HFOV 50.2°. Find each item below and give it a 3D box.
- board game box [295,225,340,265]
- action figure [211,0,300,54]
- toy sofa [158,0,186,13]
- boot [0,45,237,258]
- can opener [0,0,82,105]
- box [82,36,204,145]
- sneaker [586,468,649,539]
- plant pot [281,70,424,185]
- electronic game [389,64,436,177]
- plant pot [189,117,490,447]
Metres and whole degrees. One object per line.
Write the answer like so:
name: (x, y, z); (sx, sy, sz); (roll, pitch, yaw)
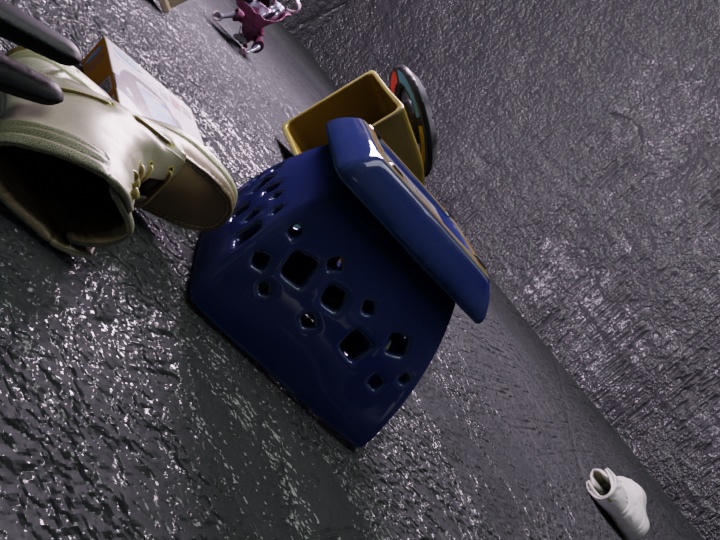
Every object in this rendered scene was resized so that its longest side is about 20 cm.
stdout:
board game box: (0.000, 0.000, 1.027); (0.153, 0.045, 0.200); (52, 12, 15)
action figure: (-0.243, -0.578, 1.759); (0.135, 0.148, 0.200); (57, -21, 1)
toy sofa: (-0.374, -0.536, 1.325); (0.201, 0.097, 0.083); (55, -12, 28)
boot: (-0.161, -0.059, 0.529); (0.199, 0.072, 0.155); (34, 17, -35)
can opener: (-0.247, -0.147, 0.406); (0.198, 0.064, 0.079); (17, 30, -31)
box: (-0.204, -0.145, 0.737); (0.119, 0.041, 0.201); (39, 17, -41)
sneaker: (0.477, 0.407, 1.443); (0.116, 0.073, 0.200); (52, 12, 0)
plant pot: (0.005, -0.187, 1.336); (0.201, 0.193, 0.196); (58, 3, -36)
electronic game: (0.090, -0.265, 1.373); (0.200, 0.041, 0.203); (164, -90, -82)
plant pot: (-0.011, -0.009, 0.666); (0.200, 0.179, 0.200); (45, 13, -20)
